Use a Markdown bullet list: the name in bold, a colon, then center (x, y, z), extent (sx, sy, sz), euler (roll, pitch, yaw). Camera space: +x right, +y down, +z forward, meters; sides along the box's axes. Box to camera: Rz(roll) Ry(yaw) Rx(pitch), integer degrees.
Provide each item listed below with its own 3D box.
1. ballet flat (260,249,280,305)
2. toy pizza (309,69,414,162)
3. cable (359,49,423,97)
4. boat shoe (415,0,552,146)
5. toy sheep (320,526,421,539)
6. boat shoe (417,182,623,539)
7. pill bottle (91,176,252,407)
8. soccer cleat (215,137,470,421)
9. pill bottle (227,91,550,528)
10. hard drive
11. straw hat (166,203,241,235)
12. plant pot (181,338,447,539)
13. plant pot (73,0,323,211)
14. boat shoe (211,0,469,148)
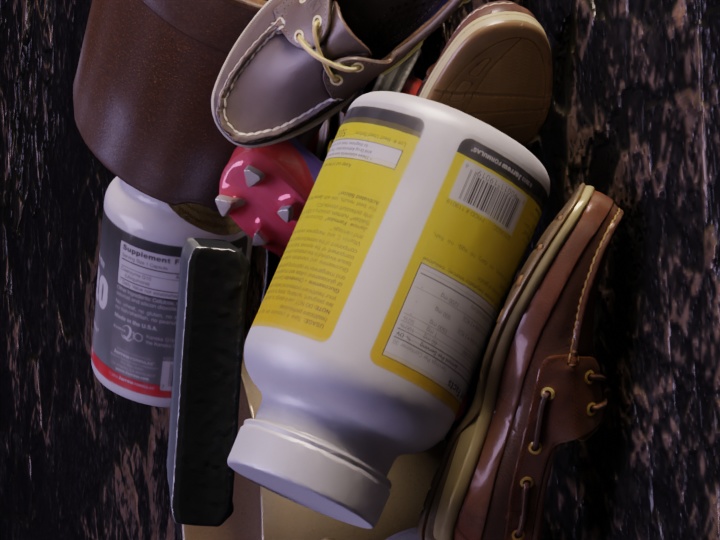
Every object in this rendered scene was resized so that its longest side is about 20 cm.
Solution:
- **ballet flat**: center (-0.053, 0.012, 1.770), extent (0.066, 0.057, 0.201), euler (-139, 50, -67)
- **toy pizza**: center (-0.008, -0.103, 1.737), extent (0.200, 0.032, 0.201), euler (179, 90, -73)
- **cable**: center (0.020, -0.085, 1.546), extent (0.200, 0.050, 0.097), euler (-129, 62, -86)
- **boat shoe**: center (0.053, -0.087, 1.474), extent (0.200, 0.072, 0.072), euler (101, 160, -56)
- **toy sheep**: center (0.040, 0.195, 1.423), extent (0.200, 0.137, 0.138), euler (-117, 29, -73)
- **boat shoe**: center (0.093, 0.055, 1.359), extent (0.072, 0.067, 0.201), euler (-49, -20, -73)
- **pill bottle**: center (-0.137, -0.011, 2.031), extent (0.114, 0.113, 0.201), euler (-120, 33, -58)
- **soccer cleat**: center (0.000, 0.000, 1.574), extent (0.200, 0.076, 0.067), euler (47, 129, -3)
- **pill bottle**: center (0.009, 0.021, 1.366), extent (0.201, 0.112, 0.112), euler (-66, 14, -11)
- **hard drive**: center (-0.083, 0.055, 1.462), extent (0.200, 0.033, 0.140), euler (-160, 74, -85)
- **straw hat**: center (-0.085, -0.126, 1.807), extent (0.085, 0.201, 0.202), euler (-27, 57, 25)
- **plant pot**: center (-0.019, 0.137, 1.614), extent (0.200, 0.134, 0.201), euler (179, 90, -74)
- **plant pot**: center (-0.078, -0.155, 1.640), extent (0.199, 0.200, 0.201), euler (116, 149, -45)
- **boat shoe**: center (-0.002, -0.134, 1.472), extent (0.072, 0.200, 0.060), euler (52, -169, -8)
